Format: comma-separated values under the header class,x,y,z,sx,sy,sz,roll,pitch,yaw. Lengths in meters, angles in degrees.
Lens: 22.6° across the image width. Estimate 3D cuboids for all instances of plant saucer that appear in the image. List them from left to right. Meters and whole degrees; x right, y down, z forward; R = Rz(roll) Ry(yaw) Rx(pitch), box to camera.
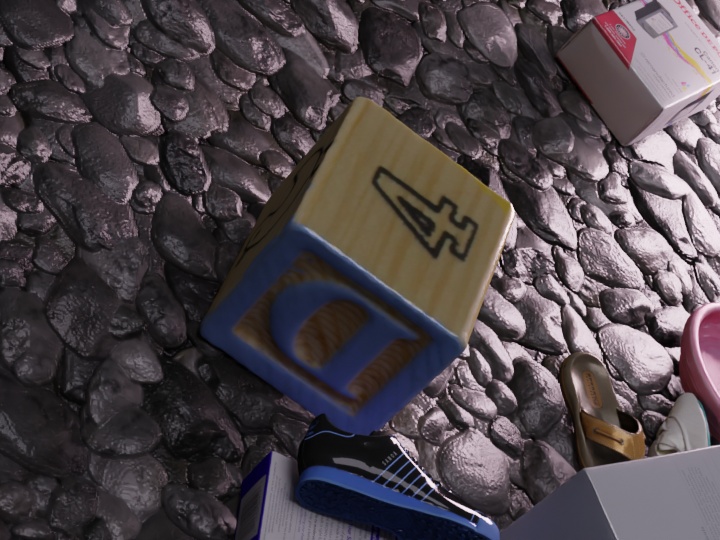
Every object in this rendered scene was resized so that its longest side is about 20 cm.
class,x,y,z,sx,sy,sz,roll,pitch,yaw
plant saucer,0.422,0.131,1.990,0.200,0.051,0.202,27,42,-26

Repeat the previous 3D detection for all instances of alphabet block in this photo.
class,x,y,z,sx,sy,sz,roll,pitch,yaw
alphabet block,0.000,0.000,1.676,0.196,0.195,0.201,36,42,-11

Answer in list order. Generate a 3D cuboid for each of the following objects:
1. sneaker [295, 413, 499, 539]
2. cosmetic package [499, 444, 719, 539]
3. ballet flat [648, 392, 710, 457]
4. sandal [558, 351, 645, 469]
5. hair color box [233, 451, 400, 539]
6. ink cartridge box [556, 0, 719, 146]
class,x,y,z,sx,sy,sz,roll,pitch,yaw
sneaker,0.037,0.187,1.556,0.199,0.070,0.078,25,48,-20
cosmetic package,0.235,0.264,1.642,0.199,0.199,0.124,-5,61,-40
ballet flat,0.332,0.211,1.865,0.069,0.069,0.201,17,50,-26
sandal,0.260,0.164,1.846,0.080,0.054,0.201,7,54,-34
hair color box,-0.012,0.249,1.565,0.199,0.065,0.110,25,45,-18
ink cartridge box,0.357,-0.255,2.229,0.199,0.086,0.148,-27,76,-45
